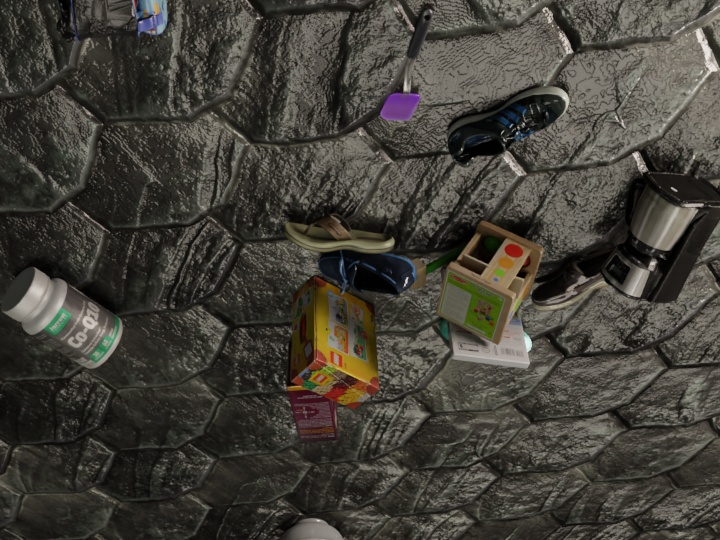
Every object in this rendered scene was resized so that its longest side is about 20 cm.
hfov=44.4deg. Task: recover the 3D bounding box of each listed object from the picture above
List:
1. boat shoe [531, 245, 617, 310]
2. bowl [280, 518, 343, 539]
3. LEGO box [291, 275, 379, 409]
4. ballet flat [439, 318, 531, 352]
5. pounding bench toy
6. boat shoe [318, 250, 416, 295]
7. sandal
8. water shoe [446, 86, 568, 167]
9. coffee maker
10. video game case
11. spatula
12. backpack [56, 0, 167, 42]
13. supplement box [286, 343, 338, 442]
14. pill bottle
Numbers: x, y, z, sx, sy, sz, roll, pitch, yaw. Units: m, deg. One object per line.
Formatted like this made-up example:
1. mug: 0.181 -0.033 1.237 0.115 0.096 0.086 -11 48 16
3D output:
1. boat shoe: 0.402 0.009 1.620 0.198 0.072 0.065 -23 128 15
2. bowl: -0.128 0.714 2.313 0.198 0.091 0.203 -1 136 -1
3. LEGO box: -0.048 0.132 1.629 0.148 0.202 0.077 28 129 -28
4. ballet flat: 0.242 0.126 1.747 0.198 0.068 0.070 18 157 -20
5. pounding bench toy: 0.198 -0.002 1.553 0.198 0.156 0.125 26 140 17
6. boat shoe: 0.000 0.000 1.539 0.198 0.069 0.085 2 129 38
7. sandal: -0.038 -0.070 1.523 0.198 0.080 0.058 3 115 -12
8. water shoe: 0.232 -0.214 1.369 0.198 0.080 0.072 -20 134 18
9. coffee maker: 0.527 -0.050 1.489 0.189 0.135 0.202 12 123 -9
10. video game case: 0.222 0.083 1.590 0.141 0.202 0.018 8 137 -11
11. spatula: 0.074 -0.301 1.312 0.056 0.021 0.202 -3 135 -19
12. backpack: -0.316 -0.405 1.084 0.132 0.183 0.202 -6 125 -8
13. supplement box: -0.097 0.252 1.817 0.084 0.111 0.202 -4 136 3
14. pill bottle: -0.547 0.086 1.622 0.112 0.114 0.200 -29 131 26
